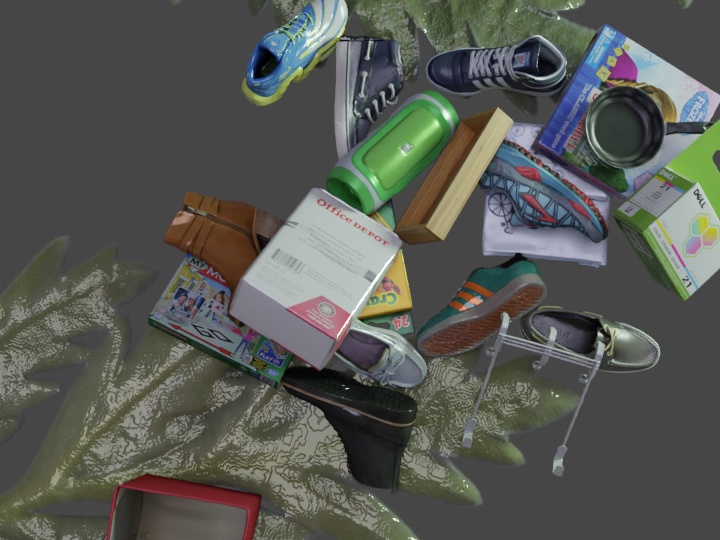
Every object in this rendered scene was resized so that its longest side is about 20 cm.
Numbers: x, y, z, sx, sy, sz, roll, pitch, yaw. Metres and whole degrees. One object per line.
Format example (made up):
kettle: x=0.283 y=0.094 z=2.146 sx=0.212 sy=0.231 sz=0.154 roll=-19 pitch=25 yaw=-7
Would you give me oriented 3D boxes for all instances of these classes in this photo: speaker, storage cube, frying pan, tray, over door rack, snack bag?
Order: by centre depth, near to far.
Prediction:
storage cube: x=-0.234 y=0.374 z=1.564 sx=0.199 sy=0.180 sz=0.172 roll=10 pitch=85 yaw=1
over door rack: x=0.233 y=0.165 z=1.620 sx=0.147 sy=0.067 sz=0.201 roll=16 pitch=111 yaw=3
tray: x=0.127 y=-0.127 z=1.621 sx=0.037 sy=0.099 sz=0.200 roll=36 pitch=73 yaw=-20
frying pan: x=0.393 y=-0.209 z=1.622 sx=0.190 sy=0.031 sz=0.115 roll=-23 pitch=89 yaw=-11
speaker: x=0.045 y=-0.161 z=1.627 sx=0.088 sy=0.088 sz=0.200 roll=44 pitch=67 yaw=4
snack bag: x=0.263 y=-0.108 z=1.677 sx=0.188 sy=0.021 sz=0.201 roll=5 pitch=85 yaw=1

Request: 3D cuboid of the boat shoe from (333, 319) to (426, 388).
boat shoe: x=0.005 y=0.109 z=1.613 sx=0.202 sy=0.065 sz=0.074 roll=35 pitch=109 yaw=-20

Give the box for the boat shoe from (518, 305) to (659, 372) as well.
boat shoe: x=0.319 y=0.096 z=1.638 sx=0.201 sy=0.060 sz=0.072 roll=15 pitch=86 yaw=2

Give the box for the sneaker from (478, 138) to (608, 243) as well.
sneaker: x=0.250 y=-0.093 z=1.640 sx=0.200 sy=0.079 sz=0.096 roll=38 pitch=105 yaw=6

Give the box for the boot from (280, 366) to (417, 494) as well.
boot: x=-0.027 y=0.221 z=1.632 sx=0.200 sy=0.077 sz=0.139 roll=18 pitch=113 yaw=24

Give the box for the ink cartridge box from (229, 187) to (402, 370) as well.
ink cartridge box: x=-0.055 y=0.008 z=1.544 sx=0.146 sy=0.083 sz=0.200 roll=32 pitch=50 yaw=4

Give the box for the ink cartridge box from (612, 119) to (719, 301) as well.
ink cartridge box: x=0.463 y=-0.084 z=1.608 sx=0.200 sy=0.076 sz=0.148 roll=-42 pitch=124 yaw=-2

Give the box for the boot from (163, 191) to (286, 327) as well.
boot: x=-0.195 y=-0.022 z=1.615 sx=0.155 sy=0.077 sz=0.200 roll=19 pitch=55 yaw=-4

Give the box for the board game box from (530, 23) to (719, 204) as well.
board game box: x=0.373 y=-0.208 z=1.657 sx=0.199 sy=0.041 sz=0.200 roll=30 pitch=83 yaw=-4

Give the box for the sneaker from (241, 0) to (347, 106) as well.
sneaker: x=-0.090 y=-0.316 z=1.659 sx=0.076 sy=0.105 sz=0.200 roll=38 pitch=87 yaw=4

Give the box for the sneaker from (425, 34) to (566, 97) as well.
sneaker: x=0.191 y=-0.286 z=1.650 sx=0.199 sy=0.109 sz=0.070 roll=4 pitch=84 yaw=1

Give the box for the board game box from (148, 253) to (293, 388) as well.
board game box: x=-0.174 y=0.061 z=1.641 sx=0.200 sy=0.029 sz=0.135 roll=26 pitch=62 yaw=3

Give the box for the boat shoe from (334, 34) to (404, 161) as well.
boat shoe: x=0.014 y=-0.236 z=1.664 sx=0.092 sy=0.075 sz=0.201 roll=-1 pitch=84 yaw=9

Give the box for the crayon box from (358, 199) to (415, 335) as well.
crayon box: x=0.000 y=0.000 z=1.657 sx=0.127 sy=0.051 sz=0.201 roll=-12 pitch=85 yaw=-1

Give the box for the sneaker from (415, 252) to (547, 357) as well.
sneaker: x=0.162 y=0.048 z=1.647 sx=0.200 sy=0.071 sz=0.080 roll=-30 pitch=43 yaw=12
